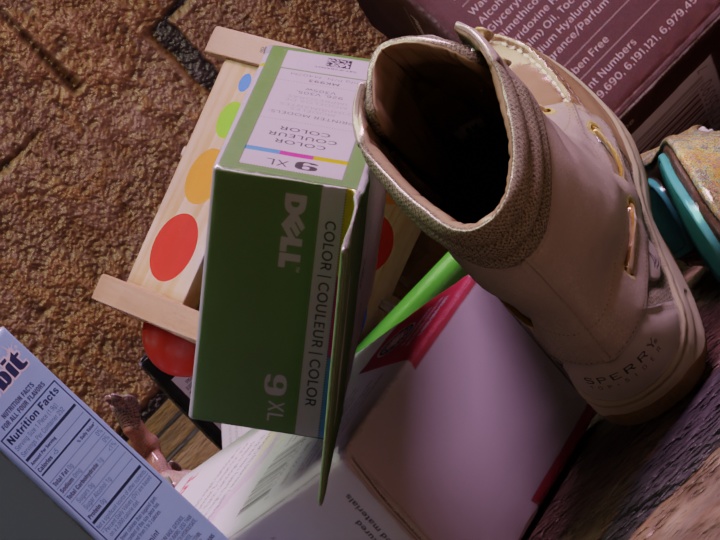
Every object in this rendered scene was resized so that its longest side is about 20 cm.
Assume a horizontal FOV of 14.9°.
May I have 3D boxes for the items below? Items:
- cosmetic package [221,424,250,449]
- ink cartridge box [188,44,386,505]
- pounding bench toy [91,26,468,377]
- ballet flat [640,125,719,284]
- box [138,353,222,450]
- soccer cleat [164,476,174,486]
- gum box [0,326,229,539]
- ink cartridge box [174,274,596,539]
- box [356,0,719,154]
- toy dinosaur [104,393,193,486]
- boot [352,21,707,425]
[{"bbox_3d":[0.020,0.044,1.352,0.200,0.074,0.102,-41,30,24],"label":"cosmetic package"},{"bbox_3d":[-0.027,-0.004,1.049,0.200,0.059,0.104,-76,-6,-66],"label":"ink cartridge box"},{"bbox_3d":[0.000,0.000,1.227,0.200,0.124,0.156,19,83,52],"label":"pounding bench toy"},{"bbox_3d":[0.151,-0.032,1.119,0.071,0.071,0.200,-45,4,0],"label":"ballet flat"},{"bbox_3d":[-0.015,-0.004,1.630,0.200,0.086,0.164,-42,6,26],"label":"box"},{"bbox_3d":[-0.105,0.135,1.252,0.069,0.199,0.085,-47,46,36],"label":"soccer cleat"},{"bbox_3d":[-0.110,0.135,1.052,0.170,0.200,0.045,-39,8,49],"label":"gum box"},{"bbox_3d":[-0.016,0.108,1.131,0.200,0.086,0.148,-38,9,38],"label":"ink cartridge box"},{"bbox_3d":[0.107,-0.145,1.326,0.164,0.200,0.166,-45,-21,-2],"label":"box"},{"bbox_3d":[-0.094,0.152,1.427,0.200,0.085,0.136,79,-161,-67],"label":"toy dinosaur"},{"bbox_3d":[0.050,-0.050,1.050,0.072,0.155,0.200,-35,46,13],"label":"boot"}]
